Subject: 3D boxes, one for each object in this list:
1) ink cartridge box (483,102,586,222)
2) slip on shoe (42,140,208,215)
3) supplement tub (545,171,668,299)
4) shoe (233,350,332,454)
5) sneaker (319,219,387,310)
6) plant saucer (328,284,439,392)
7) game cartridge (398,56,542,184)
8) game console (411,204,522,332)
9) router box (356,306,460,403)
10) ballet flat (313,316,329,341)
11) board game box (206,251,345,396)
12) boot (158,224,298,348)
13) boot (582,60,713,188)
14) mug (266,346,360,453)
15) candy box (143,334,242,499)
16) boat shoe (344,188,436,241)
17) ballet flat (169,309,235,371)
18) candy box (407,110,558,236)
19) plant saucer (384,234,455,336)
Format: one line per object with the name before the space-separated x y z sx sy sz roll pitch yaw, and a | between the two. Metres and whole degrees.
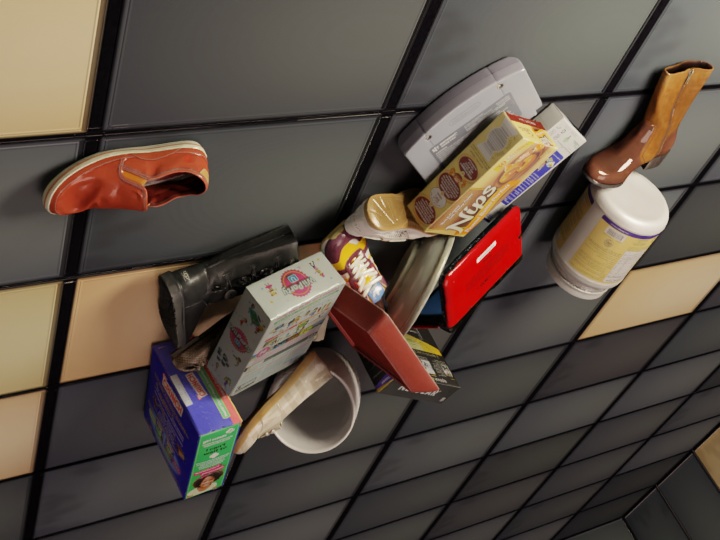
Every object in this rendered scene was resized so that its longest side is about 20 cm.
ink cartridge box | 0.242 -0.161 1.538 0.200 0.039 0.099 -41 149 16
slip on shoe | -0.268 -0.099 1.171 0.197 0.062 0.074 -15 149 -21
supplement tub | 0.418 -0.061 1.731 0.144 0.146 0.201 -8 144 -32
shoe | -0.123 0.213 1.551 0.200 0.053 0.070 -48 -176 2
sneaker | 0.000 0.000 1.506 0.075 0.090 0.200 -42 155 -10
plant saucer | 0.010 0.094 1.513 0.037 0.199 0.200 -45 133 -12
game cartridge | 0.150 -0.207 1.394 0.199 0.041 0.133 -35 153 9
game console | 0.156 -0.005 1.604 0.200 0.118 0.174 -43 142 -29
router box | 0.069 0.141 1.724 0.052 0.158 0.199 -41 147 22
ballet flat | -0.101 0.101 1.600 0.200 0.076 0.068 -41 147 19
board game box | -0.122 0.079 1.444 0.147 0.064 0.201 -26 159 -40
boot | -0.184 0.025 1.438 0.198 0.066 0.165 -25 158 -23
boot | 0.450 -0.228 1.585 0.186 0.069 0.201 -14 146 -24
mug | -0.094 0.213 1.683 0.198 0.149 0.175 -25 -172 10
candy box | -0.263 0.227 1.555 0.076 0.170 0.201 -18 149 -28
boat shoe | 0.050 -0.077 1.480 0.069 0.072 0.199 -23 166 37
ballet flat | -0.189 0.088 1.495 0.199 0.047 0.067 -34 -176 -12
candy box | 0.173 -0.133 1.436 0.200 0.056 0.115 -43 155 27
plant saucer | 0.082 0.010 1.570 0.050 0.201 0.201 27 132 -3
